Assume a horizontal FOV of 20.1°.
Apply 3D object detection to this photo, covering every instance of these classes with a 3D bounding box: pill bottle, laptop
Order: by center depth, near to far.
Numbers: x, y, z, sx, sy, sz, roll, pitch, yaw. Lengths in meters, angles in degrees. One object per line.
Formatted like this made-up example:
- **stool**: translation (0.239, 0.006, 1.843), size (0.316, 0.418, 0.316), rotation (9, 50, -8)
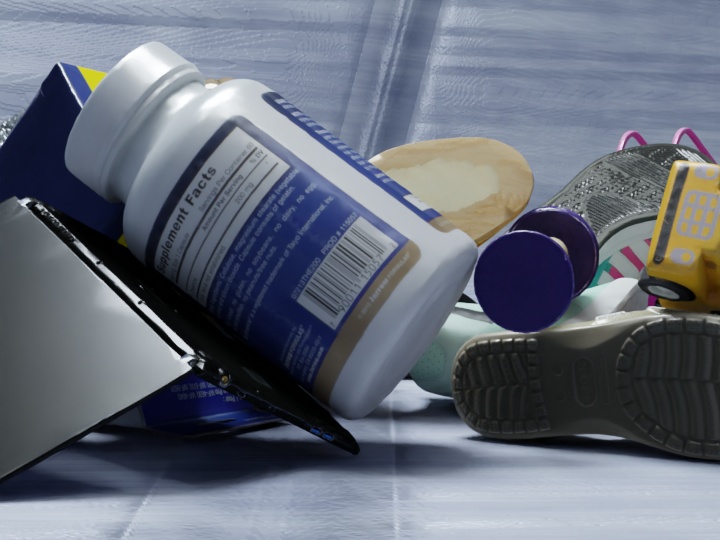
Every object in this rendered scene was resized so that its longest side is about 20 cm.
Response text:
- **laptop**: translation (-0.132, 0.051, 0.983), size (0.177, 0.104, 0.200), rotation (40, 6, 42)
- **pill bottle**: translation (-0.049, -0.025, 1.023), size (0.199, 0.111, 0.111), rotation (37, 13, 11)

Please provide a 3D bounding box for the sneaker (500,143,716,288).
- **sneaker**: translation (0.158, 0.005, 1.343), size (0.199, 0.121, 0.084), rotation (-30, 54, -29)

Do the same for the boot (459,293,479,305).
- **boot**: translation (-0.006, 0.043, 1.403), size (0.186, 0.069, 0.200), rotation (-6, -3, 2)

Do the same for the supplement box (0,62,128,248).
- **supplement box**: translation (-0.111, -0.032, 1.198), size (0.199, 0.109, 0.110), rotation (10, 39, -47)

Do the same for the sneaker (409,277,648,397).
- **sneaker**: translation (0.100, 0.037, 1.220), size (0.117, 0.074, 0.200), rotation (10, 10, 24)

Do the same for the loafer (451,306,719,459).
- **loafer**: translation (0.147, 0.053, 1.048), size (0.198, 0.076, 0.068), rotation (3, 10, 26)

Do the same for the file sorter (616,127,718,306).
- **file sorter**: translation (0.289, -0.027, 1.502), size (0.199, 0.126, 0.139), rotation (4, -23, 35)

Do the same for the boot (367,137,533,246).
- **boot**: translation (0.000, 0.001, 1.175), size (0.200, 0.071, 0.144), rotation (-24, -19, -15)

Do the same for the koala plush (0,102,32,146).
- **koala plush**: translation (-0.189, -0.018, 1.397), size (0.176, 0.186, 0.200), rotation (2, -8, 3)

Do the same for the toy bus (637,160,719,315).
- **toy bus**: translation (0.205, 0.012, 1.087), size (0.078, 0.066, 0.200), rotation (13, -17, 22)

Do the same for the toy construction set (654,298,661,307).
- **toy construction set**: translation (0.270, 0.028, 1.313), size (0.130, 0.093, 0.200), rotation (-24, -1, -6)

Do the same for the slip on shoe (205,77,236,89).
- **slip on shoe**: translation (-0.087, -0.057, 1.350), size (0.060, 0.201, 0.076), rotation (-22, 50, -2)

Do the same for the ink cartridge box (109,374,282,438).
- **ink cartridge box**: translation (-0.143, 0.060, 1.117), size (0.199, 0.040, 0.099), rotation (5, 5, 32)

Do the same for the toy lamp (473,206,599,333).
- **toy lamp**: translation (0.097, -0.003, 1.098), size (0.058, 0.059, 0.200), rotation (2, 6, 12)
